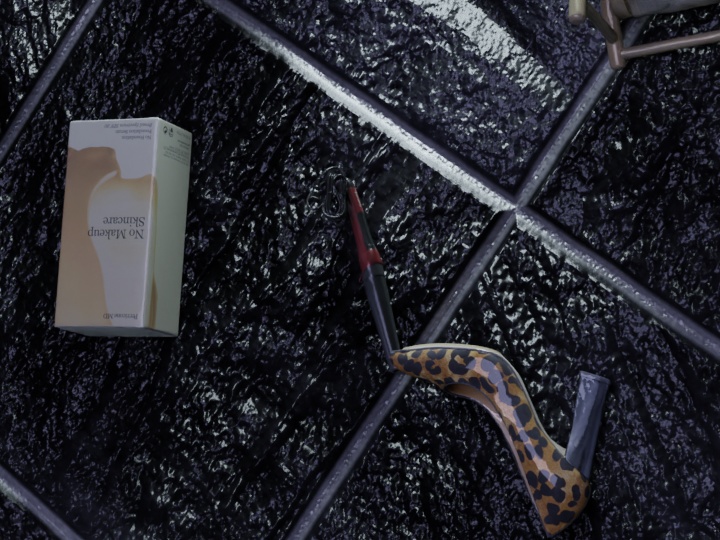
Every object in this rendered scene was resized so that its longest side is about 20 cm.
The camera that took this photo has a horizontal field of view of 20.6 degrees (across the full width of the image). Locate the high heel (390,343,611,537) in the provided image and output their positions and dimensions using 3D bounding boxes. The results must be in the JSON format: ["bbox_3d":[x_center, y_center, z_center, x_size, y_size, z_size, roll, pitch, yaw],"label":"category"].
[{"bbox_3d":[0.107,0.142,1.700,0.199,0.071,0.143,12,80,16],"label":"high heel"}]

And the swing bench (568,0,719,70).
[{"bbox_3d":[0.282,-0.298,1.672,0.198,0.130,0.201,-8,73,23],"label":"swing bench"}]

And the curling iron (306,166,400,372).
[{"bbox_3d":[0.000,0.000,1.796,0.049,0.026,0.201,-16,76,-18],"label":"curling iron"}]

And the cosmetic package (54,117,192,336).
[{"bbox_3d":[-0.225,-0.040,1.879,0.105,0.071,0.201,-2,81,23],"label":"cosmetic package"}]
